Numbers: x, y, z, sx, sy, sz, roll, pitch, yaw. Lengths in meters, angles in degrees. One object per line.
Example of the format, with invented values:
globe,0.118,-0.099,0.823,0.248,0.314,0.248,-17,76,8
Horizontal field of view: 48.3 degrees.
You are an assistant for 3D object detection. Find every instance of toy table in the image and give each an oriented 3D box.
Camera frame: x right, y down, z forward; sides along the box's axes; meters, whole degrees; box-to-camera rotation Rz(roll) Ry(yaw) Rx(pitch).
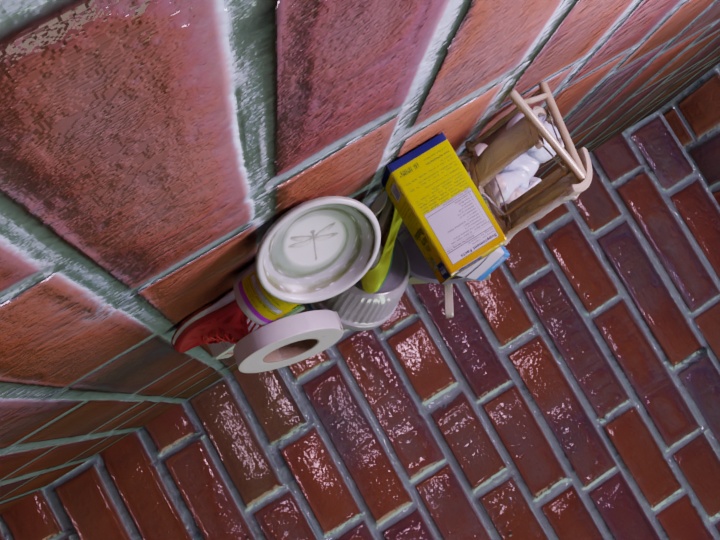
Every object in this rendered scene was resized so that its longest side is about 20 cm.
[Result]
toy table,0.182,-0.010,1.664,0.196,0.187,0.118,7,153,12

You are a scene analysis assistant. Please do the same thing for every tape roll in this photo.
tape roll,-0.127,0.127,1.427,0.199,0.038,0.203,-20,162,-7

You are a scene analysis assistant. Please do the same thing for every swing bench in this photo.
swing bench,0.269,-0.176,1.371,0.198,0.202,0.129,-35,173,42

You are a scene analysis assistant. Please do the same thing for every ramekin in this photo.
ramekin,0.000,0.000,1.505,0.198,0.202,0.105,-27,166,-36

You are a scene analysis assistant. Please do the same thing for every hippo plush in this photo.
hippo plush,0.319,-0.206,1.542,0.198,0.161,0.161,26,121,-32

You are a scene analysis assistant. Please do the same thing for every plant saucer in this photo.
plant saucer,-0.068,-0.039,1.208,0.196,0.051,0.203,-15,136,-15

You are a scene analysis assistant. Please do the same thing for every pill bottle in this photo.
pill bottle,-0.110,0.001,1.332,0.198,0.105,0.104,-34,174,23

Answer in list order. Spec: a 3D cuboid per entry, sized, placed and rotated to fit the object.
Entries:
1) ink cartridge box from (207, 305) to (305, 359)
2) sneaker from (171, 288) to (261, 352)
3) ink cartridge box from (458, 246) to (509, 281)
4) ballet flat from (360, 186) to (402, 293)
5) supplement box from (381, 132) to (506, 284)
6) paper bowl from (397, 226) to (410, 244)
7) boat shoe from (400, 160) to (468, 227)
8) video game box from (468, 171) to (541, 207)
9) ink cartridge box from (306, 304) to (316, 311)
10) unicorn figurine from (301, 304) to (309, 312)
ink cartridge box,-0.222,0.094,1.657,0.198,0.085,0.146,-32,175,-1
sneaker,-0.254,0.120,1.491,0.199,0.117,0.078,-37,163,12
ink cartridge box,0.183,-0.067,1.499,0.083,0.146,0.199,-40,161,17
ballet flat,0.031,-0.062,1.394,0.066,0.066,0.203,18,94,-47
supplement box,0.131,-0.097,1.296,0.108,0.202,0.110,-29,175,-7
paper bowl,0.078,-0.055,1.782,0.200,0.105,0.201,-38,-178,1
boat shoe,0.113,-0.155,1.509,0.198,0.063,0.074,-34,149,-6
video game box,0.271,-0.148,1.749,0.182,0.047,0.199,-41,-145,-16
ink cartridge box,-0.062,0.039,1.663,0.083,0.147,0.200,-31,175,7
unicorn figurine,-0.157,0.125,1.761,0.136,0.201,0.074,-27,132,-1
